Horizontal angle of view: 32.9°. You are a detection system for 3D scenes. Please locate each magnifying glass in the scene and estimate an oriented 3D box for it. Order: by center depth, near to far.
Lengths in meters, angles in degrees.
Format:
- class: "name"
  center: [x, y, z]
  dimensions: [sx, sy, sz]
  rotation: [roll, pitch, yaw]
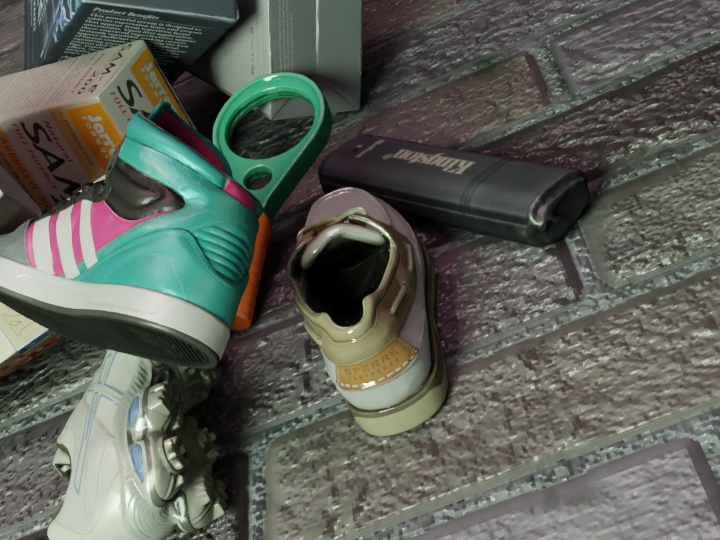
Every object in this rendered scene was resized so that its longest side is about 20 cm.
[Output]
- class: "magnifying glass"
  center: [-0.066, -0.050, 0.782]
  dimensions: [0.080, 0.022, 0.200]
  rotation: [-4, 55, 17]

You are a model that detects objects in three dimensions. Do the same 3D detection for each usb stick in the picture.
- class: "usb stick"
  center: [0.050, -0.052, 0.730]
  dimensions: [0.055, 0.033, 0.200]
  rotation: [-45, 36, -22]

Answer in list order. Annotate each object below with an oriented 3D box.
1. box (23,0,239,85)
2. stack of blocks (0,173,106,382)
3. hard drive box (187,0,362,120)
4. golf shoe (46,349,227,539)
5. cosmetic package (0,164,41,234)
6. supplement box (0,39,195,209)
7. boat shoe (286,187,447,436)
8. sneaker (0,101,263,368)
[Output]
- class: "box"
  center: [-0.172, -0.222, 0.880]
  dimensions: [0.107, 0.149, 0.200]
  rotation: [2, -11, -26]
- class: "stack of blocks"
  center: [-0.210, 0.021, 0.758]
  dimensions: [0.200, 0.059, 0.115]
  rotation: [-36, 1, -10]
- class: "hard drive box"
  center: [-0.077, -0.215, 0.924]
  dimensions: [0.077, 0.156, 0.200]
  rotation: [-11, 25, -27]
- class: "golf shoe"
  center: [-0.130, 0.070, 0.666]
  dimensions: [0.097, 0.078, 0.200]
  rotation: [-28, 31, 13]
- class: "cosmetic package"
  center: [-0.263, -0.030, 0.741]
  dimensions: [0.108, 0.085, 0.200]
  rotation: [-42, 3, -8]
- class: "supplement box"
  center: [-0.216, -0.078, 0.882]
  dimensions: [0.200, 0.126, 0.074]
  rotation: [-8, 37, 31]
- class: "boat shoe"
  center: [0.000, 0.000, 0.664]
  dimensions: [0.075, 0.068, 0.200]
  rotation: [-27, 32, 4]
- class: "sneaker"
  center: [-0.125, -0.027, 0.627]
  dimensions: [0.200, 0.084, 0.121]
  rotation: [10, 68, 39]
